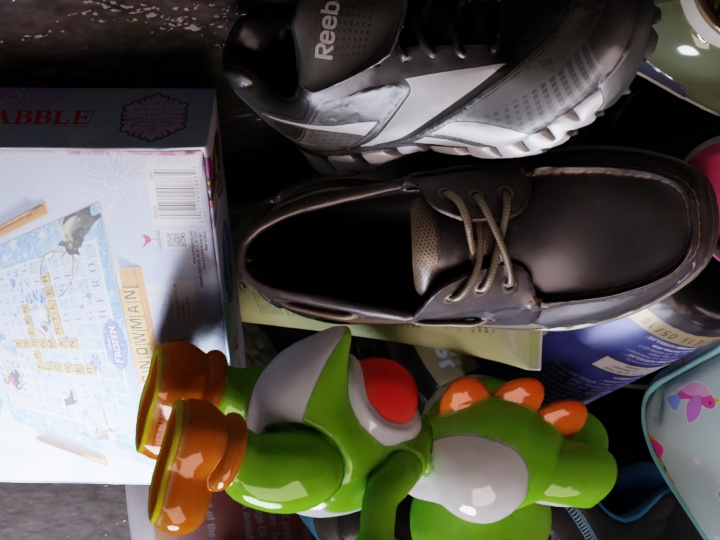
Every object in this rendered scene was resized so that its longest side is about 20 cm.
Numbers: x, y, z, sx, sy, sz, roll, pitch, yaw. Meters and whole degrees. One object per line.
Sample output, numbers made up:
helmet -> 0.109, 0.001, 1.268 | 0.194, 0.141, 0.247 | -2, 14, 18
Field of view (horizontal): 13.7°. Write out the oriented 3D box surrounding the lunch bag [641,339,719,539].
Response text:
lunch bag -> 0.222, 0.078, 1.287 | 0.077, 0.161, 0.200 | -27, 175, -36

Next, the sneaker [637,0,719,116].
sneaker -> 0.181, -0.090, 1.186 | 0.199, 0.067, 0.090 | 11, 164, -33

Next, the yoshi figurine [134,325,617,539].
yoshi figurine -> 0.006, 0.091, 1.258 | 0.199, 0.113, 0.112 | 7, 166, -14

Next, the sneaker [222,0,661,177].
sneaker -> 0.021, -0.083, 1.147 | 0.090, 0.067, 0.199 | 28, 155, -38

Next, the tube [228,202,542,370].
tube -> 0.000, 0.000, 1.280 | 0.199, 0.052, 0.058 | 2, 129, 40

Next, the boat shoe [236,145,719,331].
boat shoe -> 0.042, -0.006, 1.184 | 0.199, 0.075, 0.073 | -8, -176, 24

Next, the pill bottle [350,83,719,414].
pill bottle -> 0.078, 0.007, 1.306 | 0.112, 0.112, 0.200 | 18, 146, -36

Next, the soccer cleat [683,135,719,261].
soccer cleat -> 0.225, -0.021, 1.197 | 0.199, 0.086, 0.070 | 13, 119, 5

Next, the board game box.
board game box -> -0.152, 0.009, 1.277 | 0.198, 0.041, 0.201 | 1, 133, 5

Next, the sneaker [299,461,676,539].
sneaker -> 0.057, 0.107, 1.383 | 0.199, 0.073, 0.082 | 13, 120, -37

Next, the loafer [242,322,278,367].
loafer -> -0.124, 0.029, 1.382 | 0.199, 0.070, 0.070 | 26, 137, -29

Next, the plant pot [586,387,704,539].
plant pot -> 0.210, 0.172, 1.484 | 0.198, 0.201, 0.177 | 4, -176, -12

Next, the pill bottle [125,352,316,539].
pill bottle -> -0.012, 0.094, 1.475 | 0.199, 0.113, 0.112 | -4, 154, 4
